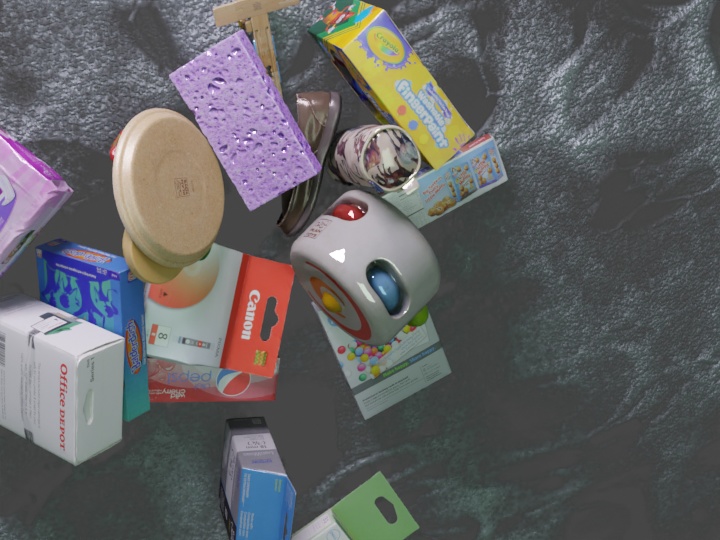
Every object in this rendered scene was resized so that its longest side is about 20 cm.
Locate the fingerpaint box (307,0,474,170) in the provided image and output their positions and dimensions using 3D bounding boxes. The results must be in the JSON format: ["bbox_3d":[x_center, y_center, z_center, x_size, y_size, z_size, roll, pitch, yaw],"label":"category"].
[{"bbox_3d":[0.035,-0.239,1.220,0.073,0.167,0.200,-42,118,0],"label":"fingerpaint box"}]

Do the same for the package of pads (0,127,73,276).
[{"bbox_3d":[-0.455,-0.062,1.151,0.120,0.076,0.201,41,93,-3],"label":"package of pads"}]

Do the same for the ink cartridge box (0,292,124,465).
[{"bbox_3d":[-0.389,0.130,1.193,0.084,0.197,0.149,-23,126,-54],"label":"ink cartridge box"}]

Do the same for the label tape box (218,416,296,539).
[{"bbox_3d":[-0.150,0.319,1.352,0.062,0.200,0.147,1,110,-19],"label":"label tape box"}]

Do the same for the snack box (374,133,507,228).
[{"bbox_3d":[0.113,-0.117,1.374,0.198,0.024,0.073,-28,116,-7],"label":"snack box"}]

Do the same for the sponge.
[{"bbox_3d":[-0.143,-0.185,1.209,0.110,0.030,0.202,-23,107,23],"label":"sponge"}]

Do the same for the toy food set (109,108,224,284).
[{"bbox_3d":[-0.236,-0.098,1.185,0.048,0.198,0.203,-6,112,31],"label":"toy food set"}]

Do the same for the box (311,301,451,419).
[{"bbox_3d":[0.034,0.100,1.422,0.154,0.041,0.202,-26,116,-8],"label":"box"}]

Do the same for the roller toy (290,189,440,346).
[{"bbox_3d":[0.000,0.000,1.269,0.140,0.199,0.183,-43,163,-19],"label":"roller toy"}]

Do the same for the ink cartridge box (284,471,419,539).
[{"bbox_3d":[-0.011,0.436,1.534,0.198,0.048,0.147,-34,117,-1],"label":"ink cartridge box"}]

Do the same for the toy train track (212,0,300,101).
[{"bbox_3d":[-0.128,-0.295,1.219,0.113,0.033,0.203,-20,121,-19],"label":"toy train track"}]

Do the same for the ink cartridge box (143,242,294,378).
[{"bbox_3d":[-0.190,0.050,1.281,0.197,0.050,0.165,13,84,-16],"label":"ink cartridge box"}]

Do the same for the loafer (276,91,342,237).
[{"bbox_3d":[-0.082,-0.146,1.276,0.070,0.073,0.203,14,103,-10],"label":"loafer"}]

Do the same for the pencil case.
[{"bbox_3d":[0.013,-0.142,1.238,0.077,0.200,0.091,-25,104,-12],"label":"pencil case"}]

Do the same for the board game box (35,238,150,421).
[{"bbox_3d":[-0.340,0.075,1.224,0.045,0.150,0.204,-29,126,-53],"label":"board game box"}]

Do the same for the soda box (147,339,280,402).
[{"bbox_3d":[-0.215,0.139,1.337,0.196,0.063,0.071,1,110,-20],"label":"soda box"}]
